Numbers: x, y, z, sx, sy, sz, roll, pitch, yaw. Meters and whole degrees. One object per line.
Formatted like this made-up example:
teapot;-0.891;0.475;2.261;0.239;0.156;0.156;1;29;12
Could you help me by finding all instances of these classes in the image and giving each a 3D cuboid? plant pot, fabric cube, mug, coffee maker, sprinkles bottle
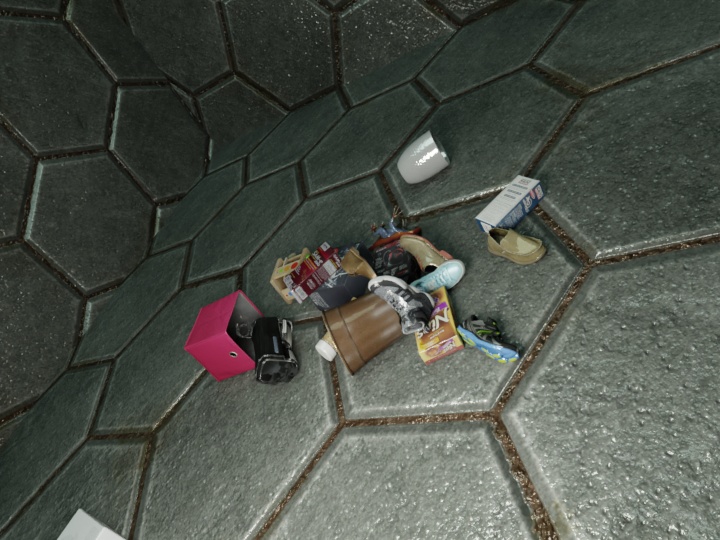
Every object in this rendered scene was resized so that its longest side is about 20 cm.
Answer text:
plant pot;0.016;0.158;1.524;0.194;0.204;0.202;-28;32;0
fabric cube;-0.462;0.232;1.890;0.194;0.198;0.204;-21;36;23
mug;0.239;-0.425;2.071;0.173;0.151;0.200;-32;2;21
coffee maker;-0.300;0.260;1.722;0.185;0.139;0.202;-11;34;-6
sprinkles bottle;-0.057;0.181;1.671;0.067;0.069;0.202;12;57;50

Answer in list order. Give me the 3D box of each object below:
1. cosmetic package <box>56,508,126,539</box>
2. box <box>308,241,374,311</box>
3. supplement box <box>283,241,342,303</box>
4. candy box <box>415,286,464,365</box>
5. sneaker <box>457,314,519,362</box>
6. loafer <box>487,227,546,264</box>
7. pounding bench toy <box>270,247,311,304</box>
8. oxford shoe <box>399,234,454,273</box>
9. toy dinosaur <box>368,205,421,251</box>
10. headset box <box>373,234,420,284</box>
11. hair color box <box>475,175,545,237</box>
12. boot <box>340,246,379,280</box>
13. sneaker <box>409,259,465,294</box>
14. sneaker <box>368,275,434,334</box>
cosmetic package;-0.801;0.839;1.553;0.196;0.124;0.202;-3;46;44
box;-0.067;0.020;1.844;0.177;0.105;0.204;-11;42;34
supplement box;-0.158;0.005;1.800;0.199;0.061;0.109;-42;31;-4
candy box;0.205;0.147;1.465;0.114;0.057;0.203;-27;35;15
sneaker;0.317;0.160;1.322;0.083;0.071;0.199;-48;30;-6
loafer;0.426;-0.072;1.500;0.077;0.068;0.197;-50;34;-19
pounding bench toy;-0.223;-0.008;2.012;0.152;0.125;0.204;-20;36;25
oxford shoe;0.193;-0.042;1.626;0.196;0.071;0.075;29;66;24
toy dinosaur;0.126;-0.125;1.894;0.179;0.103;0.207;27;106;42
headset box;0.117;-0.015;1.730;0.145;0.076;0.204;-22;36;24
hair color box;0.454;-0.193;1.627;0.199;0.061;0.100;-44;33;-7
boot;0.000;0.000;1.687;0.075;0.074;0.200;-42;36;-4
sneaker;0.214;0.040;1.550;0.197;0.075;0.082;-34;3;26
sneaker;0.107;0.095;1.412;0.076;0.194;0.117;-53;20;47
